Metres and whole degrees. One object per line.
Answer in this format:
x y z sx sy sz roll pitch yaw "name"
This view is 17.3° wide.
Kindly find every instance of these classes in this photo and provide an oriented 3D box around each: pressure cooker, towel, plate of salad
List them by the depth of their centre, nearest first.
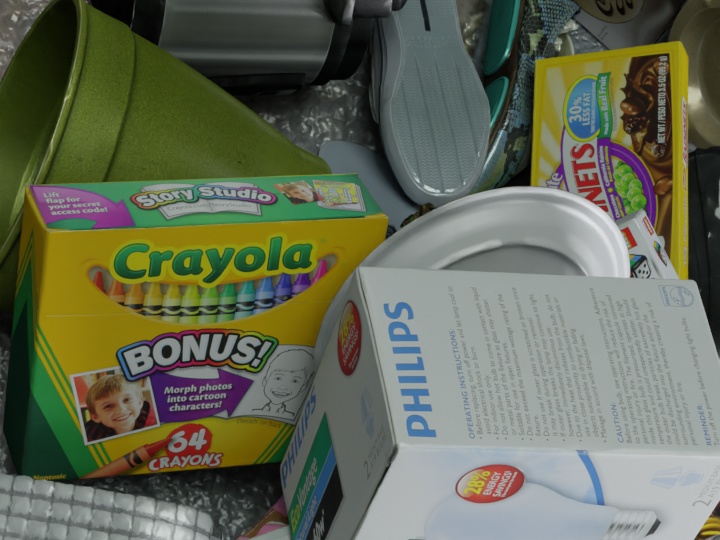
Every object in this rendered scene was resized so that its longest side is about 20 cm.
-0.187 0.206 1.337 0.200 0.086 0.166 7 71 9 "towel"
0.063 0.024 1.383 0.200 0.200 0.048 -7 42 -21 "plate of salad"
-0.065 -0.205 1.531 0.200 0.179 0.176 -1 64 -18 "pressure cooker"

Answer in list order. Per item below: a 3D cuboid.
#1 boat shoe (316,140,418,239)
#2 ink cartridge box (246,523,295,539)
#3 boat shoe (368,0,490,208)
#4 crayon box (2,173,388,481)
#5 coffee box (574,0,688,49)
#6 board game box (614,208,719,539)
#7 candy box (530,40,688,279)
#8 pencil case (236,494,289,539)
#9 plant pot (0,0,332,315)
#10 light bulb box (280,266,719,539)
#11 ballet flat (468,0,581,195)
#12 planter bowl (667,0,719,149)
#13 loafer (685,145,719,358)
0.004 0.001 1.520 0.075 0.086 0.202 9 34 -29 "boat shoe"
0.037 0.213 1.384 0.200 0.044 0.174 -17 60 -29 "ink cartridge box"
0.043 -0.117 1.580 0.073 0.067 0.200 6 57 -12 "boat shoe"
-0.097 0.032 1.363 0.200 0.173 0.058 -3 35 -21 "crayon box"
0.204 -0.243 1.622 0.113 0.200 0.080 43 61 3 "coffee box"
0.162 0.078 1.457 0.200 0.126 0.035 62 20 -3 "board game box"
0.159 -0.052 1.522 0.102 0.026 0.200 -7 62 20 "candy box"
-0.015 0.158 1.440 0.086 0.083 0.200 24 55 34 "pencil case"
-0.127 -0.042 1.445 0.193 0.200 0.201 21 61 -22 "plant pot"
0.078 0.107 1.323 0.200 0.198 0.125 2 50 -17 "light bulb box"
0.111 -0.117 1.613 0.074 0.074 0.200 21 64 -8 "ballet flat"
0.293 -0.138 1.596 0.135 0.200 0.200 -13 71 -30 "planter bowl"
0.220 0.015 1.520 0.070 0.068 0.201 -5 65 20 "loafer"
